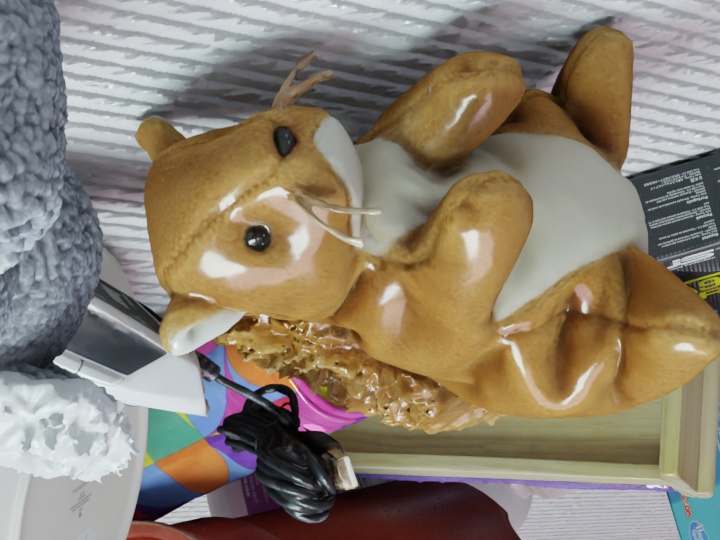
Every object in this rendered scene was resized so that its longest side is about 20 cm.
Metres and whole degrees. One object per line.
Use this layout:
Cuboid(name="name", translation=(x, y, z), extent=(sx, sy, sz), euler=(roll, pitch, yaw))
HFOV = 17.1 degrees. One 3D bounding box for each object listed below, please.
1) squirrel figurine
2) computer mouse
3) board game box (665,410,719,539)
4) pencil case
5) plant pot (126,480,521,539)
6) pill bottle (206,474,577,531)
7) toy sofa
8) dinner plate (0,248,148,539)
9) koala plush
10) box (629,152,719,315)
Cuboid(name="squirrel figurine", translation=(0.000, 0.000, 0.893), extent=(0.186, 0.142, 0.200), euler=(1, 156, -26))
Cuboid(name="computer mouse", translation=(-0.093, 0.033, 0.899), extent=(0.200, 0.044, 0.110), euler=(33, -176, -25))
Cuboid(name="board game box", translation=(0.243, 0.065, 1.298), extent=(0.047, 0.151, 0.200), euler=(-1, 159, -43))
Cuboid(name="pencil case", translation=(-0.079, 0.062, 1.127), extent=(0.200, 0.089, 0.088), euler=(-25, 162, 37))
Cuboid(name="plant pot", translation=(-0.017, 0.195, 1.171), extent=(0.195, 0.201, 0.201), euler=(-15, 168, -44))
Cuboid(name="pill bottle", translation=(0.025, 0.108, 1.319), extent=(0.200, 0.112, 0.112), euler=(-20, 164, 17))
Cuboid(name="toy sofa", translation=(0.072, 0.065, 1.155), extent=(0.200, 0.083, 0.098), euler=(0, 165, 19))
Cuboid(name="dinner plate", translation=(-0.122, 0.088, 0.979), extent=(0.024, 0.200, 0.200), euler=(13, 170, 15))
Cuboid(name="koala plush", translation=(-0.134, -0.014, 0.663), extent=(0.184, 0.178, 0.200), euler=(-29, 158, 10))
Cuboid(name="box", translation=(0.194, -0.020, 1.160), extent=(0.200, 0.044, 0.160), euler=(-16, 165, 6))
